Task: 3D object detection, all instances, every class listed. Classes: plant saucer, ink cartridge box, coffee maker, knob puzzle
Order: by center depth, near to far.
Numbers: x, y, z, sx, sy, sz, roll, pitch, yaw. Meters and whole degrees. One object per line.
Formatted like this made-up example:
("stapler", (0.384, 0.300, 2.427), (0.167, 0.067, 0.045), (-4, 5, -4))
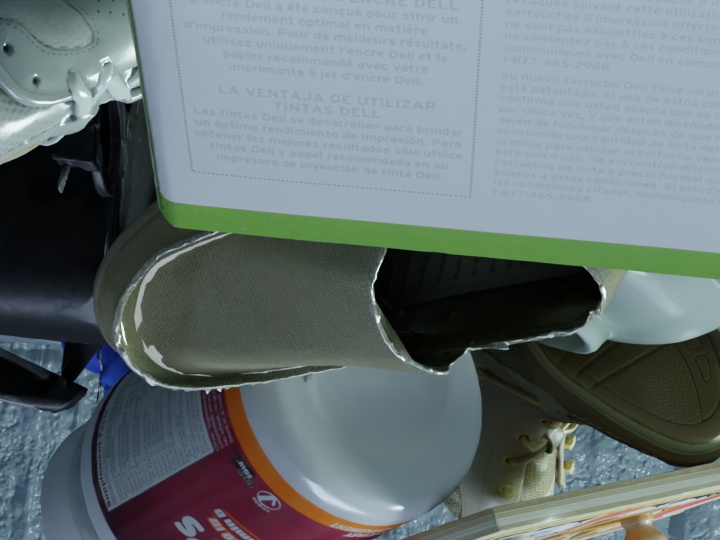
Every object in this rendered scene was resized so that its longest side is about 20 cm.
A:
("ink cartridge box", (0.031, -0.085, 0.420), (0.147, 0.076, 0.200), (5, 147, 4))
("coffee maker", (-0.175, -0.044, 0.829), (0.199, 0.135, 0.192), (4, 149, 5))
("plant saucer", (0.054, -0.013, 0.832), (0.200, 0.050, 0.200), (26, 172, 4))
("knob puzzle", (0.065, 0.122, 0.916), (0.219, 0.031, 0.220), (-14, 169, -3))

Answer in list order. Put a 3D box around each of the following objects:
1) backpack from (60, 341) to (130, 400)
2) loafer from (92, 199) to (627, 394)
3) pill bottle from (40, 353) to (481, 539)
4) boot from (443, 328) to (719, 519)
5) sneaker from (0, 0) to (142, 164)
("backpack", (-0.061, 0.023, 1.070), (0.167, 0.163, 0.200), (13, 176, 7))
("loafer", (0.000, 0.000, 0.724), (0.200, 0.076, 0.068), (-16, -147, 15))
("pill bottle", (-0.048, 0.075, 0.896), (0.109, 0.110, 0.200), (9, 154, -33))
("boot", (0.088, 0.065, 0.973), (0.073, 0.156, 0.200), (-33, -132, -31))
("sneaker", (-0.073, -0.059, 0.541), (0.200, 0.092, 0.076), (7, 150, -25))
